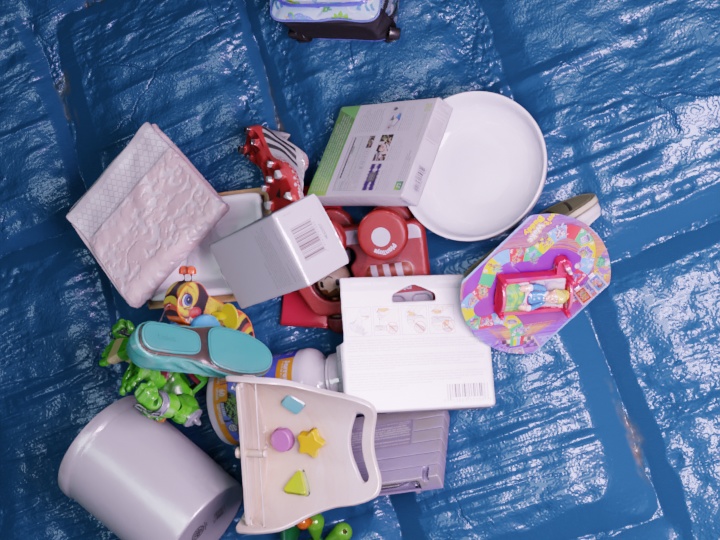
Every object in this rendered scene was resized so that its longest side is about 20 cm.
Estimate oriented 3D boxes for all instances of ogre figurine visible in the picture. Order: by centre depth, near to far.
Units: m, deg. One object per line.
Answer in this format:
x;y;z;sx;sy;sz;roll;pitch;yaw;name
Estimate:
-0.272;0.146;1.488;0.200;0.120;0.098;14;68;54;ogre figurine

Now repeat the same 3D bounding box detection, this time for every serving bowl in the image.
0.154;-0.133;1.478;0.199;0.066;0.201;-3;81;19;serving bowl

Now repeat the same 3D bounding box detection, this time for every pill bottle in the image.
-0.098;0.167;1.505;0.199;0.112;0.112;-14;78;19;pill bottle

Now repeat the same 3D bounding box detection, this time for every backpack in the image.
-0.033;-0.435;1.545;0.182;0.147;0.201;5;82;18;backpack

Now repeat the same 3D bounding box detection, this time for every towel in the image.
-0.306;-0.081;1.573;0.200;0.032;0.191;-46;69;11;towel

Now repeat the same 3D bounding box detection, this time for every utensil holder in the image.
-0.287;0.299;1.528;0.200;0.170;0.170;36;96;19;utensil holder

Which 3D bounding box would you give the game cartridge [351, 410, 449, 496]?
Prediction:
0.017;0.243;1.456;0.199;0.130;0.038;-11;122;19;game cartridge

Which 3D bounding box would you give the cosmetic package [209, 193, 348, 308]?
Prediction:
-0.108;-0.022;1.420;0.200;0.074;0.102;-16;102;59;cosmetic package

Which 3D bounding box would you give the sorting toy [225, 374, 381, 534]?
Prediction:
-0.063;0.221;1.386;0.179;0.107;0.201;0;98;18;sorting toy

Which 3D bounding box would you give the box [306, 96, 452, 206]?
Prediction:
0.023;-0.156;1.483;0.200;0.036;0.145;6;69;49;box

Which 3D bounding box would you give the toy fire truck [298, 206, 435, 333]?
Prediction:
0.000;0.000;1.494;0.199;0.112;0.169;-7;99;9;toy fire truck

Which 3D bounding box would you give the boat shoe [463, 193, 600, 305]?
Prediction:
0.232;-0.023;1.436;0.200;0.075;0.068;-35;104;2;boat shoe

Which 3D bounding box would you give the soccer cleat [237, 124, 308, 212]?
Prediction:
-0.102;-0.135;1.536;0.200;0.085;0.069;57;136;42;soccer cleat

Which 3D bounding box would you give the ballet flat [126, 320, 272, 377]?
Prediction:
-0.213;0.106;1.437;0.070;0.200;0.068;-33;53;45;ballet flat

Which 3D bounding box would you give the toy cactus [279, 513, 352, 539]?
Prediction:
-0.079;0.390;1.487;0.165;0.102;0.200;-34;81;23;toy cactus

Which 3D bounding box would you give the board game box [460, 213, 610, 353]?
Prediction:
0.224;0.026;1.388;0.200;0.158;0.039;-45;28;11;board game box

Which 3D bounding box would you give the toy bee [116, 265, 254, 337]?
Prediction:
-0.217;0.052;1.494;0.131;0.200;0.109;7;82;26;toy bee

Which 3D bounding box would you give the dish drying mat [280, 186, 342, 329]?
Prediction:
-0.067;-0.019;1.570;0.077;0.018;0.201;4;85;20;dish drying mat

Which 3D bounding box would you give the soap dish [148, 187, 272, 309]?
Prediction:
-0.209;-0.029;1.589;0.199;0.081;0.158;-6;81;20;soap dish

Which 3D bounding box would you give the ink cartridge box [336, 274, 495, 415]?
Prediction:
0.068;0.096;1.442;0.199;0.044;0.174;-1;79;-11;ink cartridge box
